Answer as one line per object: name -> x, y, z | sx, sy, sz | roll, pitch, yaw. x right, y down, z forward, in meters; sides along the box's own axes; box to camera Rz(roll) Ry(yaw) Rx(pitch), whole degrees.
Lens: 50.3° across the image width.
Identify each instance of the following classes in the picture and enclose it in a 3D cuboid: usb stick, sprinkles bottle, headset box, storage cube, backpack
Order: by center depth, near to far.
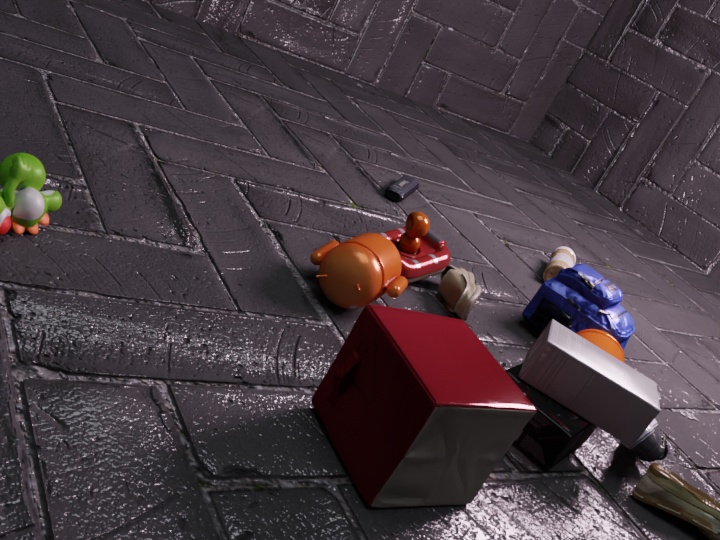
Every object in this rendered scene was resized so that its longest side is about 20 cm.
storage cube -> 0.073, 0.172, 0.963 | 0.200, 0.171, 0.180 | 11, 29, -37
headset box -> 0.298, 0.222, 1.237 | 0.149, 0.075, 0.200 | 40, 25, 27
backpack -> 0.468, 0.095, 1.594 | 0.200, 0.168, 0.162 | 43, 33, 23
sprinkles bottle -> 0.521, -0.009, 2.000 | 0.068, 0.068, 0.200 | 32, 23, 9
usb stick -> 0.112, -0.218, 2.029 | 0.055, 0.033, 0.200 | 31, 23, 6

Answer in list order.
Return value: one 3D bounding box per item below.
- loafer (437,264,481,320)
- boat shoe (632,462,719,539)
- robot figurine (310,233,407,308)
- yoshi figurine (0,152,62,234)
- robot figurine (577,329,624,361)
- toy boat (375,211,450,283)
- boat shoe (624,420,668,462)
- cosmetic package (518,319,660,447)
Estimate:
loafer -> 0.189, 0.041, 1.516 | 0.068, 0.076, 0.200 | 25, 13, -4
boat shoe -> 0.522, 0.380, 1.196 | 0.201, 0.063, 0.073 | 33, 10, -4
robot figurine -> -0.002, 0.000, 1.324 | 0.144, 0.117, 0.200 | 58, 25, 1
yoshi figurine -> -0.487, -0.108, 1.012 | 0.112, 0.112, 0.200 | 28, 18, 17
robot figurine -> 0.422, 0.176, 1.406 | 0.144, 0.117, 0.200 | -5, 11, 22
toy boat -> 0.096, -0.058, 1.515 | 0.200, 0.131, 0.130 | -17, 47, -42
boat shoe -> 0.484, 0.289, 1.283 | 0.066, 0.070, 0.200 | 51, 7, 21
cosmetic package -> 0.361, 0.174, 1.205 | 0.200, 0.090, 0.107 | 35, 23, 7
